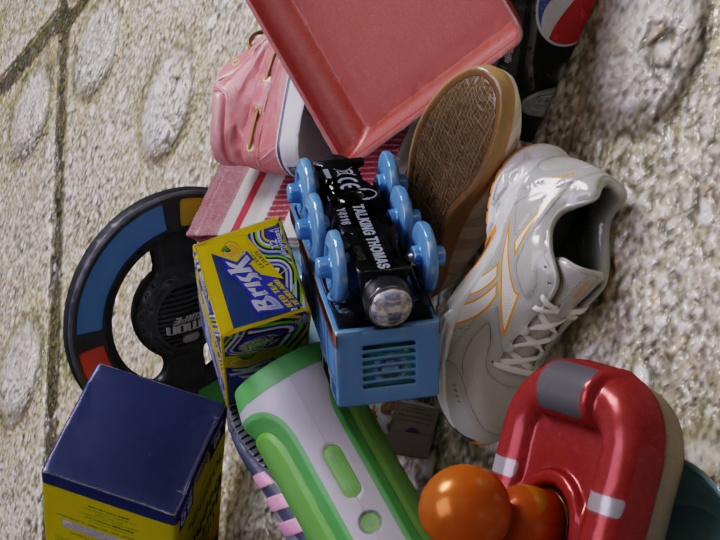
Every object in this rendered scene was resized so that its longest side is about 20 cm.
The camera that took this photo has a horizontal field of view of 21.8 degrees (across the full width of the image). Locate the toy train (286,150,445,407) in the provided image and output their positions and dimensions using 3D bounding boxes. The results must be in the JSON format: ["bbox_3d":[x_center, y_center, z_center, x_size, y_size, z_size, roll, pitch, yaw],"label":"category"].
[{"bbox_3d":[0.000,0.000,1.233,0.200,0.086,0.115,-114,21,-59],"label":"toy train"}]

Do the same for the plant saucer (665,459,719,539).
[{"bbox_3d":[0.165,0.205,1.061,0.200,0.036,0.201,-30,53,50],"label":"plant saucer"}]

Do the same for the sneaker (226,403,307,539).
[{"bbox_3d":[-0.045,0.169,1.364,0.200,0.070,0.082,53,143,40],"label":"sneaker"}]

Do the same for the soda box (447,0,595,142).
[{"bbox_3d":[0.119,-0.195,1.284,0.071,0.063,0.201,46,117,54],"label":"soda box"}]

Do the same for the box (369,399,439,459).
[{"bbox_3d":[-0.010,0.097,1.395,0.200,0.041,0.039,18,93,59],"label":"box"}]

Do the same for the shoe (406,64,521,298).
[{"bbox_3d":[0.069,-0.062,1.277,0.070,0.053,0.200,48,137,26],"label":"shoe"}]

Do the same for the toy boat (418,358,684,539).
[{"bbox_3d":[0.089,0.144,1.049,0.130,0.130,0.201,12,87,60],"label":"toy boat"}]

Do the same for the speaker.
[{"bbox_3d":[-0.006,0.151,1.246,0.088,0.088,0.201,-42,73,43],"label":"speaker"}]

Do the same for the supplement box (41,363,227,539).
[{"bbox_3d":[-0.174,0.185,1.456,0.200,0.109,0.109,99,-169,-51],"label":"supplement box"}]

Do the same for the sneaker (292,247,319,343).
[{"bbox_3d":[-0.028,0.020,1.396,0.200,0.074,0.082,39,152,57],"label":"sneaker"}]

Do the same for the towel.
[{"bbox_3d":[-0.029,-0.078,1.411,0.199,0.023,0.145,3,59,40],"label":"towel"}]

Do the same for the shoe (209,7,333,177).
[{"bbox_3d":[-0.054,-0.170,1.404,0.091,0.071,0.201,7,82,32],"label":"shoe"}]

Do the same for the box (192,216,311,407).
[{"bbox_3d":[-0.075,0.034,1.300,0.200,0.064,0.070,97,155,-73],"label":"box"}]

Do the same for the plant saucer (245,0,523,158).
[{"bbox_3d":[0.008,-0.201,1.286,0.199,0.037,0.201,-33,84,44],"label":"plant saucer"}]

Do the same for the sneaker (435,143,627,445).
[{"bbox_3d":[0.110,0.020,1.200,0.092,0.075,0.201,21,96,55],"label":"sneaker"}]

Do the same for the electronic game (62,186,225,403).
[{"bbox_3d":[-0.144,0.031,1.489,0.042,0.199,0.201,27,101,50],"label":"electronic game"}]
